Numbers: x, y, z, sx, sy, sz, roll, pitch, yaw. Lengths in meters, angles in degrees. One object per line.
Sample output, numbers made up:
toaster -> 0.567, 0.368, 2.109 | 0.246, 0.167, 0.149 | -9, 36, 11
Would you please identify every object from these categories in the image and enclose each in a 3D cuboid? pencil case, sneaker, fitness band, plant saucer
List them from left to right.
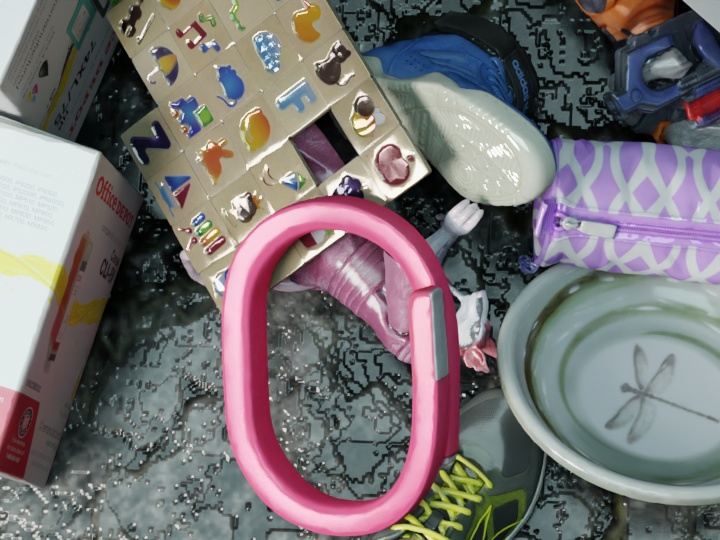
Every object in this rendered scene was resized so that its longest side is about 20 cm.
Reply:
fitness band -> -0.012, 0.056, 1.507 | 0.143, 0.037, 0.200 | 5, 102, 26
sneaker -> 0.050, 0.158, 1.543 | 0.074, 0.085, 0.200 | 31, 86, 9
sneaker -> 0.076, -0.103, 1.548 | 0.111, 0.200, 0.077 | -27, 117, -27
plant saucer -> 0.178, 0.072, 1.537 | 0.200, 0.050, 0.200 | 3, 46, -3
pencil case -> 0.198, -0.032, 1.545 | 0.200, 0.086, 0.084 | 5, 99, -1

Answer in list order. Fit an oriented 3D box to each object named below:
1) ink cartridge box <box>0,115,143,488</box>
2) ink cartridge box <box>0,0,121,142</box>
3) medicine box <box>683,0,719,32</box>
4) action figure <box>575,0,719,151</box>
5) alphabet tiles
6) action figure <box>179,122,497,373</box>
ink cartridge box -> -0.211, 0.021, 1.565 | 0.083, 0.145, 0.200 | 17, 82, 8
ink cartridge box -> -0.236, -0.176, 1.576 | 0.146, 0.200, 0.147 | 21, 83, 8
medicine box -> 0.271, -0.207, 1.484 | 0.200, 0.182, 0.103 | -5, 122, -24
action figure -> 0.201, -0.158, 1.599 | 0.200, 0.105, 0.194 | -17, 83, -27
alphabet tiles -> -0.069, -0.098, 1.534 | 0.167, 0.008, 0.200 | -35, 78, 27
action figure -> 0.000, 0.000, 1.552 | 0.149, 0.134, 0.200 | -45, 74, -4
